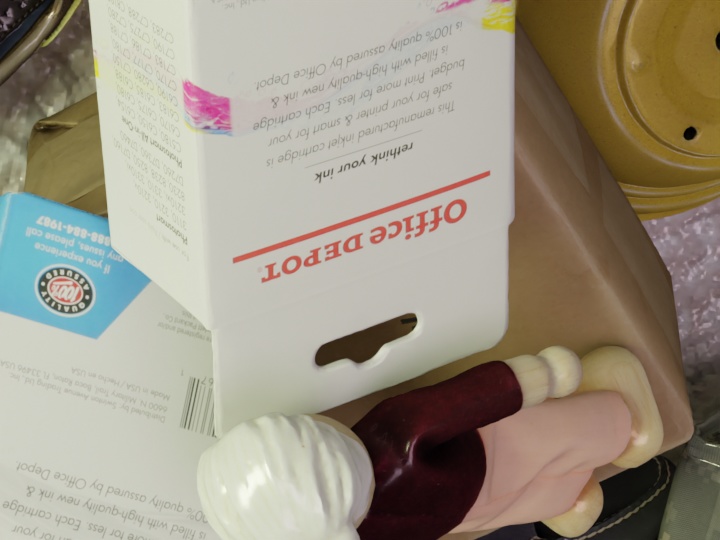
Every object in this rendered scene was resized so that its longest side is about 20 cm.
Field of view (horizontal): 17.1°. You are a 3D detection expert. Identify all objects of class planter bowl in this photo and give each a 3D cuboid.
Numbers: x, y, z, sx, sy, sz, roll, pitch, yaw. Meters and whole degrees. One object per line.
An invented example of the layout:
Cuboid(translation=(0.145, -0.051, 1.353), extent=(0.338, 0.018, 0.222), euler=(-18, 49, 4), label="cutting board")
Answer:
Cuboid(translation=(0.127, -0.099, 0.928), extent=(0.200, 0.083, 0.201), euler=(-6, 113, -15), label="planter bowl")

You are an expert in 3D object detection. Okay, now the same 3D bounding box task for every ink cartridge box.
Cuboid(translation=(-0.017, -0.061, 0.721), extent=(0.115, 0.068, 0.201), euler=(-19, 123, -28), label="ink cartridge box")
Cuboid(translation=(-0.092, 0.089, 0.762), extent=(0.116, 0.067, 0.201), euler=(19, 74, -26), label="ink cartridge box")

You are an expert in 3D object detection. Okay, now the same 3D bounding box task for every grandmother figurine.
Cuboid(translation=(0.019, 0.065, 0.765), extent=(0.200, 0.061, 0.121), euler=(1, 124, -56), label="grandmother figurine")

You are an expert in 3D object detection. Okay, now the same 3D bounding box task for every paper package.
Cuboid(translation=(0.000, 0.000, 0.888), extent=(0.190, 0.104, 0.200), euler=(-26, 119, 17), label="paper package")

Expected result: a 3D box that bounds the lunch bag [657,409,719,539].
Cuboid(translation=(0.194, 0.135, 1.002), extent=(0.200, 0.117, 0.165), euler=(-20, 129, -60), label="lunch bag")

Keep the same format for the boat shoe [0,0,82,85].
Cuboid(translation=(-0.124, -0.115, 0.850), extent=(0.200, 0.060, 0.072), euler=(-46, 117, 4), label="boat shoe")

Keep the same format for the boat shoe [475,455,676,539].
Cuboid(translation=(0.042, 0.107, 0.990), extent=(0.199, 0.073, 0.063), euler=(-17, 119, -6), label="boat shoe")
